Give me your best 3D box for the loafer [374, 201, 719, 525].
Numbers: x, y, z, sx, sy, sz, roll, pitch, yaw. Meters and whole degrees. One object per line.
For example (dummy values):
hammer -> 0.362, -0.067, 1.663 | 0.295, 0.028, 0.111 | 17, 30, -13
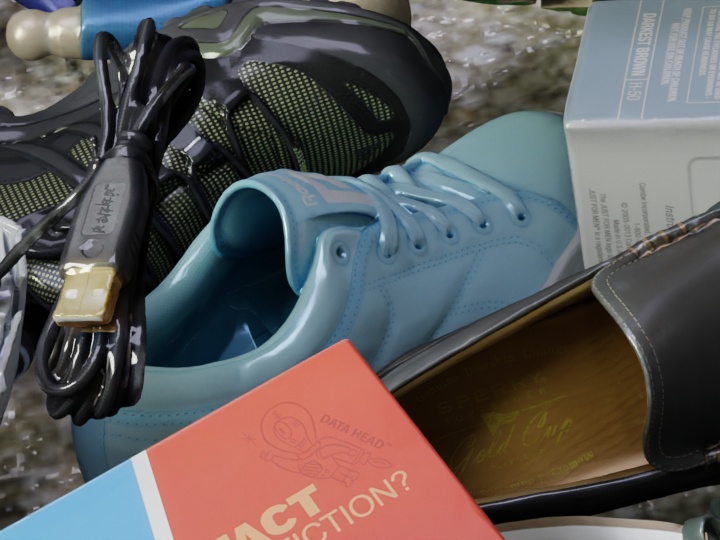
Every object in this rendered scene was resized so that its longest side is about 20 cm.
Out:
loafer -> 0.080, 0.024, 0.724 | 0.200, 0.073, 0.072 | -27, -6, 16

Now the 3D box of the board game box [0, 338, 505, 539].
board game box -> -0.015, 0.124, 0.618 | 0.153, 0.040, 0.200 | -29, 51, -13

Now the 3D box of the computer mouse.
computer mouse -> -0.105, 0.024, 0.777 | 0.200, 0.044, 0.110 | -37, 39, 41

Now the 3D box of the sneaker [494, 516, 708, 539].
sneaker -> 0.016, 0.108, 0.697 | 0.200, 0.067, 0.090 | 4, 54, 14

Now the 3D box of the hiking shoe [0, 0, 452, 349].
hiking shoe -> -0.065, -0.013, 0.866 | 0.200, 0.076, 0.101 | -16, 50, 6

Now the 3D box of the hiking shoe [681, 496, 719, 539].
hiking shoe -> 0.147, 0.049, 0.670 | 0.074, 0.087, 0.200 | -19, 11, 37

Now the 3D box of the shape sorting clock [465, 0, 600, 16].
shape sorting clock -> 0.101, -0.086, 0.850 | 0.200, 0.039, 0.200 | 0, 4, 0

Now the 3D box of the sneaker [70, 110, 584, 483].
sneaker -> 0.000, 0.000, 0.811 | 0.074, 0.082, 0.200 | 23, 50, 35

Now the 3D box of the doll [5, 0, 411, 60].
doll -> -0.066, -0.094, 0.954 | 0.200, 0.049, 0.136 | 18, 26, 36

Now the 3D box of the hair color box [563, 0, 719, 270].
hair color box -> 0.161, -0.019, 0.778 | 0.200, 0.099, 0.061 | 0, 39, 14
